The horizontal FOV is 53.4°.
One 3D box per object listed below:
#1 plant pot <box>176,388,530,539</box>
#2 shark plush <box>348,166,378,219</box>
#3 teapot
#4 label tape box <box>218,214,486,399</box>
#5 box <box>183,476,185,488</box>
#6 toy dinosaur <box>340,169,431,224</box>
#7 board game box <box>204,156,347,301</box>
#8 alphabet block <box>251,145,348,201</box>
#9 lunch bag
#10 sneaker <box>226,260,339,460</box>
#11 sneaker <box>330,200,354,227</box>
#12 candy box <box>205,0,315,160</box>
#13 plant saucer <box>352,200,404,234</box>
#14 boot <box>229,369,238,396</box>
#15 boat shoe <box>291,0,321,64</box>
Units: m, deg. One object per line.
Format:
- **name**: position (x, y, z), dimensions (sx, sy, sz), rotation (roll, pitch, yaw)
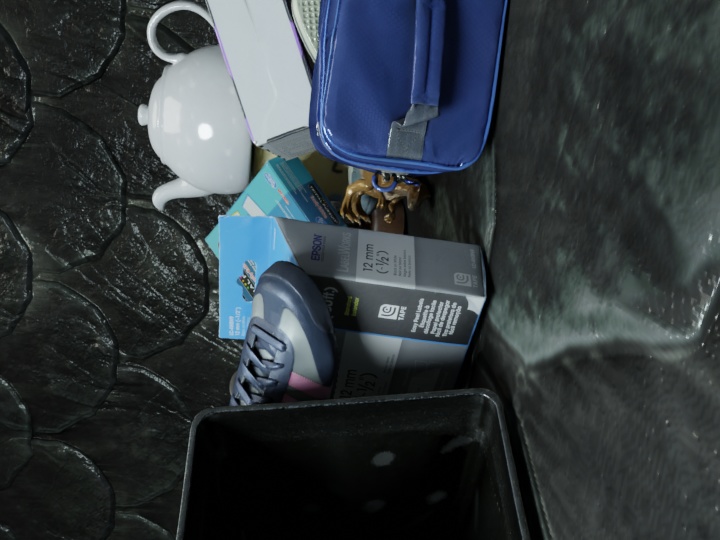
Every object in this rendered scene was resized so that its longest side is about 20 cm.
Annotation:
- **plant pot**: position (-0.002, 0.215, 0.453), dimensions (0.200, 0.198, 0.178), rotation (-94, 1, -45)
- **shark plush**: position (0.042, -0.146, 0.828), dimensions (0.200, 0.090, 0.084), rotation (-40, 40, 41)
- **teapot**: position (-0.205, -0.196, 0.903), dimensions (0.197, 0.145, 0.202), rotation (121, 153, -72)
- **label tape box**: position (-0.016, 0.038, 0.561), dimensions (0.066, 0.198, 0.144), rotation (-89, 7, -47)
- **box**: position (-0.112, 0.339, 0.933), dimensions (0.177, 0.199, 0.097), rotation (54, 142, 45)
- **toy dinosaur**: position (0.015, -0.109, 0.795), dimensions (0.106, 0.060, 0.200), rotation (-54, 50, 17)
- **board game box**: position (-0.100, -0.031, 0.895), dimensions (0.151, 0.047, 0.200), rotation (55, 139, 3)
- **alphabet block**: position (-0.044, -0.230, 0.962), dimensions (0.197, 0.194, 0.201), rotation (-97, 14, -47)
- **lunch bag**: position (0.032, -0.161, 0.560), dimensions (0.132, 0.135, 0.202), rotation (-151, 67, -82)
- **sneaker**: position (-0.065, 0.092, 0.512), dimensions (0.070, 0.082, 0.201), rotation (25, 128, 33)
- **sneaker**: position (-0.030, -0.060, 0.997), dimensions (0.200, 0.075, 0.082), rotation (-35, -48, -48)
- **candy box**: position (-0.084, -0.207, 0.719), dimensions (0.200, 0.071, 0.169), rotation (-66, -42, -84)
- **plant saucer**: position (0.000, 0.000, 0.905), dimensions (0.200, 0.034, 0.202), rotation (-162, 90, -76)
- **boot**: position (-0.084, 0.203, 1.020), dimensions (0.151, 0.198, 0.074), rotation (97, -179, -59)
- **boat shoe**: position (0.002, -0.188, 0.672), dimensions (0.075, 0.200, 0.062), rotation (-49, 33, -5)
